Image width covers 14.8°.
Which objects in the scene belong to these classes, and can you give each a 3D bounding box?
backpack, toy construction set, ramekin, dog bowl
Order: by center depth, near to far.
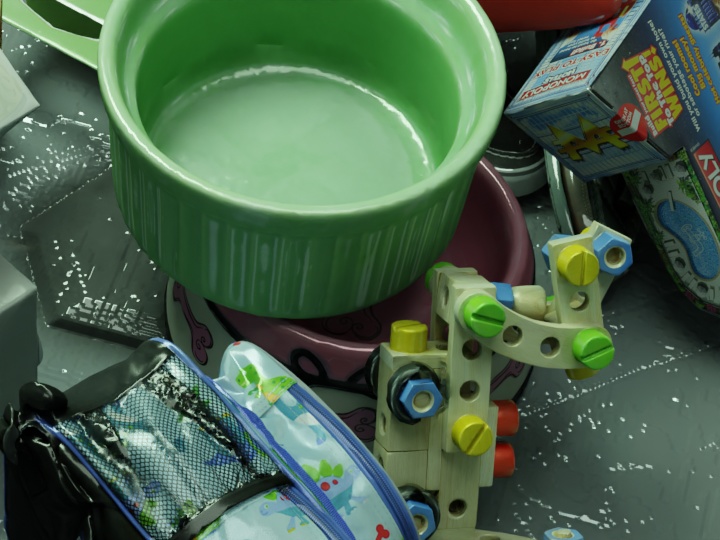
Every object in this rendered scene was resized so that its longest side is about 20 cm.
[{"bbox_3d":[-0.056,0.143,1.232,0.147,0.183,0.200,-29,65,-27],"label":"backpack"},{"bbox_3d":[0.071,0.078,1.336,0.131,0.092,0.201,-2,92,-18],"label":"toy construction set"},{"bbox_3d":[-0.032,-0.071,1.373,0.199,0.098,0.200,3,50,-4],"label":"ramekin"},{"bbox_3d":[0.000,0.000,1.430,0.200,0.074,0.200,4,50,-5],"label":"dog bowl"}]

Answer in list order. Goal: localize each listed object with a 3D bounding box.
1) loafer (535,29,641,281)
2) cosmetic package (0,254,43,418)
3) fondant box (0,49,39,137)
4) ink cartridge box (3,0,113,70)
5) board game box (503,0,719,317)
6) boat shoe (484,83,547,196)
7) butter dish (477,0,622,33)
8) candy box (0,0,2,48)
[{"bbox_3d":[0.134,-0.078,1.505,0.063,0.072,0.200,-15,47,14],"label":"loafer"},{"bbox_3d":[-0.252,0.066,1.320,0.090,0.107,0.200,37,53,23],"label":"cosmetic package"},{"bbox_3d":[-0.264,-0.033,1.326,0.058,0.200,0.144,54,46,-2],"label":"fondant box"},{"bbox_3d":[-0.120,-0.167,1.561,0.104,0.059,0.200,30,53,17],"label":"ink cartridge box"},{"bbox_3d":[0.170,-0.081,1.457,0.200,0.062,0.200,-35,104,-44],"label":"board game box"},{"bbox_3d":[0.033,-0.121,1.539,0.070,0.066,0.200,-28,59,-27],"label":"boat shoe"},{"bbox_3d":[0.068,-0.230,1.488,0.200,0.200,0.148,0,9,29],"label":"butter dish"},{"bbox_3d":[-0.288,-0.105,1.451,0.199,0.116,0.055,2,49,-6],"label":"candy box"}]
